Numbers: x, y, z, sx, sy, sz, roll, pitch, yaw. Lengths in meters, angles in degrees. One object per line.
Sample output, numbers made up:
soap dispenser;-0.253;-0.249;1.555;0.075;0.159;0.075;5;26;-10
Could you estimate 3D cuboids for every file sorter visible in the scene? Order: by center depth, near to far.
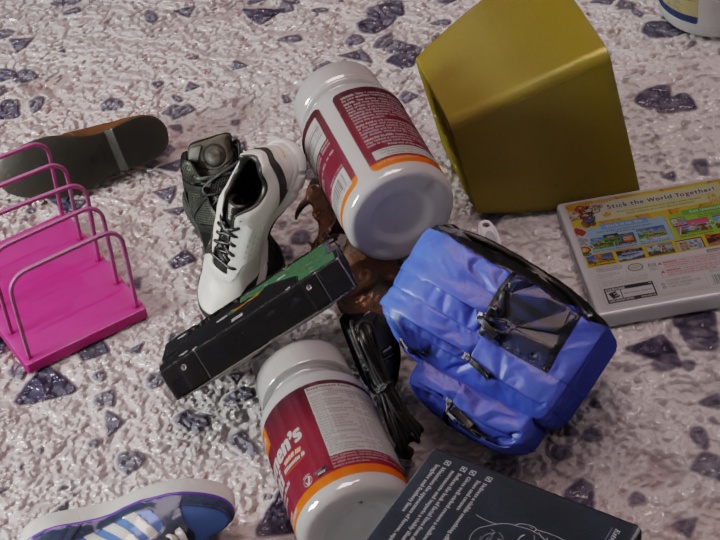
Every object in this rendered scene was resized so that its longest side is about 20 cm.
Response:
file sorter;-0.334;-0.022;1.802;0.138;0.126;0.200;-25;44;-21

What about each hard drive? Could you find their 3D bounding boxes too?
hard drive;-0.098;0.045;1.661;0.199;0.038;0.140;-34;9;1

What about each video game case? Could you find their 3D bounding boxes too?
video game case;0.319;-0.022;1.795;0.198;0.023;0.183;-10;41;-2

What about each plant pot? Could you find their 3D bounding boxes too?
plant pot;0.171;-0.178;1.875;0.175;0.201;0.201;-22;42;-1

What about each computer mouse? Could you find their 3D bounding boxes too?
computer mouse;0.028;0.102;1.624;0.046;0.142;0.200;-22;2;-3

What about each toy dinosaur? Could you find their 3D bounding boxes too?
toy dinosaur;0.000;0.000;1.767;0.134;0.086;0.201;-4;45;3

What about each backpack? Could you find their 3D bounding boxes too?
backpack;0.112;0.060;1.589;0.199;0.163;0.168;34;83;16

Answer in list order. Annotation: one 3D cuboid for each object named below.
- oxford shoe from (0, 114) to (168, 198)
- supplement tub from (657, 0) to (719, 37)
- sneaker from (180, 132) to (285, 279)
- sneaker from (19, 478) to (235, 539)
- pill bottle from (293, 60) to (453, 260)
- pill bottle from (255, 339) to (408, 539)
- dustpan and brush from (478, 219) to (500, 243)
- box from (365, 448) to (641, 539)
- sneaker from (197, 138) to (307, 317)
oxford shoe;-0.317;-0.129;1.984;0.198;0.072;0.071;-15;13;-10
supplement tub;0.428;-0.397;2.074;0.143;0.201;0.145;-3;40;3
sneaker;-0.142;-0.068;1.840;0.076;0.115;0.200;-20;45;-13
sneaker;-0.192;0.269;1.493;0.198;0.081;0.147;-11;49;-10
pill bottle;0.007;-0.114;1.740;0.113;0.115;0.201;-16;45;-11
pill bottle;-0.028;0.161;1.562;0.108;0.110;0.201;-15;41;-10
dustpan and brush;0.142;0.031;1.726;0.138;0.058;0.201;-9;41;-3
box;0.112;0.260;1.431;0.198;0.108;0.149;19;46;27
sneaker;-0.126;-0.041;1.751;0.073;0.202;0.080;29;17;23
